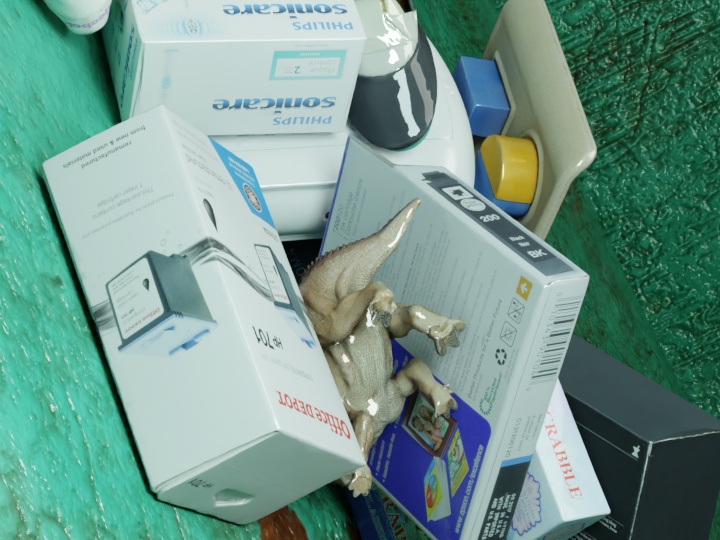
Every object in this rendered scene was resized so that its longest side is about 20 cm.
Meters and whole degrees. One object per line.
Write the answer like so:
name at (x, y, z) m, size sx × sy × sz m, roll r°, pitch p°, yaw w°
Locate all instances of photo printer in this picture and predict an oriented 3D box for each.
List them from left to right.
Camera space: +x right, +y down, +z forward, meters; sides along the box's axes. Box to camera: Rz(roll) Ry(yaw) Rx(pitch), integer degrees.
photo printer at (-0.027, -0.098, 1.621) m, size 0.070 × 0.199 × 0.167 m, roll 109°, pitch -30°, yaw -50°

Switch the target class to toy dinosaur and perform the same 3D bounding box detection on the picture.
toy dinosaur at (-0.015, 0.051, 1.467) m, size 0.086 × 0.135 × 0.201 m, roll -9°, pitch 108°, yaw -41°

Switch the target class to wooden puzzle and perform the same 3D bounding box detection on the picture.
wooden puzzle at (0.083, -0.064, 1.665) m, size 0.046 × 0.200 × 0.186 m, roll 11°, pitch 40°, yaw -21°

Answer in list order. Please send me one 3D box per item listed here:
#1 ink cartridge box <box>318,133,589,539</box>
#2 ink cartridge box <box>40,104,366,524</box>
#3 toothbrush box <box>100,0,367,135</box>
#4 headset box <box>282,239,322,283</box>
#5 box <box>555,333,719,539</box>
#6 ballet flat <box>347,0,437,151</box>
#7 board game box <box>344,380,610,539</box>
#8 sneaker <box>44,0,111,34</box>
ink cartridge box at (0.041, 0.044, 1.503) m, size 0.043 × 0.199 × 0.200 m, roll -7°, pitch 33°, yaw -38°
ink cartridge box at (-0.087, 0.028, 1.367) m, size 0.201 × 0.086 × 0.146 m, roll 67°, pitch 12°, yaw 18°
toothbrush box at (-0.093, -0.183, 1.572) m, size 0.085 × 0.146 × 0.201 m, roll 105°, pitch -23°, yaw -46°
headset box at (0.000, 0.000, 1.763) m, size 0.175 × 0.093 × 0.200 m, roll 63°, pitch 13°, yaw -1°
box at (0.132, 0.127, 1.561) m, size 0.200 × 0.079 × 0.142 m, roll 32°, pitch -58°, yaw 47°
ballet flat at (0.006, -0.168, 1.592) m, size 0.073 × 0.073 × 0.201 m, roll 50°, pitch 25°, yaw -47°
board game box at (0.054, 0.103, 1.564) m, size 0.041 × 0.199 × 0.201 m, roll -6°, pitch 67°, yaw -37°
sneaker at (-0.196, -0.232, 1.516) m, size 0.100 × 0.075 × 0.201 m, roll 77°, pitch -2°, yaw -55°
